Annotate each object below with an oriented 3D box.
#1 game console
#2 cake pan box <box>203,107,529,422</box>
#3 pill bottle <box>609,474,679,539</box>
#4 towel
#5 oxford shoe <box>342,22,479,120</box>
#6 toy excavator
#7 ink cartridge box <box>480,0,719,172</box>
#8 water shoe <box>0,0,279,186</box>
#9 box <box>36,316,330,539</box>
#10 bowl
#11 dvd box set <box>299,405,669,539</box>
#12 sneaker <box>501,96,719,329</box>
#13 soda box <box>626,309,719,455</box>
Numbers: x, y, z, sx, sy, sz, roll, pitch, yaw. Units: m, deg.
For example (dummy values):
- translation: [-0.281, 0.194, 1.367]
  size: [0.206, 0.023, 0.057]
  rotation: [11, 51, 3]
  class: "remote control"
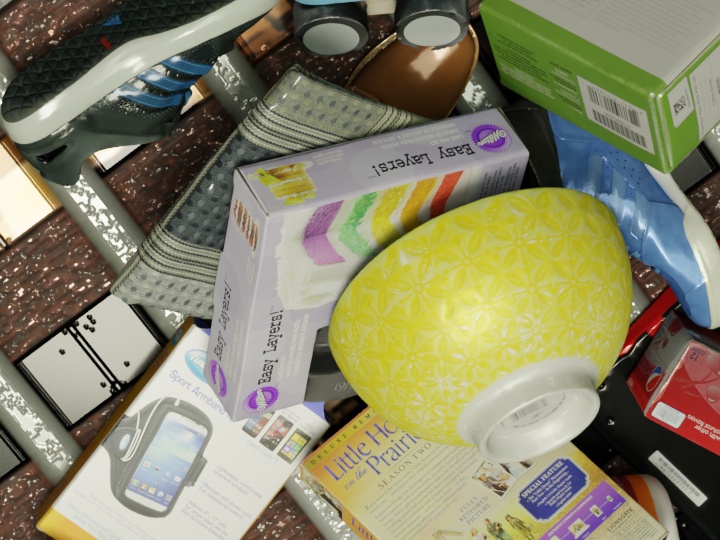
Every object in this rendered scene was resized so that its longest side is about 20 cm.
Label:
- translation: [0.272, 0.092, 1.339]
  size: [0.200, 0.031, 0.177]
  rotation: [43, 99, -13]
  class: "game console"
- translation: [0.000, 0.000, 1.196]
  size: [0.184, 0.052, 0.200]
  rotation: [-12, 140, -24]
  class: "cake pan box"
- translation: [0.111, 0.201, 1.299]
  size: [0.200, 0.110, 0.110]
  rotation: [-5, 103, -5]
  class: "pill bottle"
- translation: [-0.033, -0.037, 1.199]
  size: [0.200, 0.035, 0.193]
  rotation: [16, 121, -47]
  class: "towel"
- translation: [0.006, -0.088, 1.243]
  size: [0.071, 0.071, 0.200]
  rotation: [43, 93, -12]
  class: "oxford shoe"
- translation: [0.033, -0.224, 1.126]
  size: [0.194, 0.200, 0.100]
  rotation: [-5, 64, 8]
  class: "toy excavator"
- translation: [0.199, -0.178, 1.200]
  size: [0.200, 0.148, 0.076]
  rotation: [-43, 143, -17]
  class: "ink cartridge box"
- translation: [-0.134, -0.130, 1.229]
  size: [0.200, 0.072, 0.079]
  rotation: [-29, 132, -1]
  class: "water shoe"
- translation: [-0.113, 0.125, 1.294]
  size: [0.119, 0.041, 0.200]
  rotation: [38, 94, -13]
  class: "box"
- translation: [0.089, 0.053, 1.170]
  size: [0.200, 0.108, 0.200]
  rotation: [-17, 149, -11]
  class: "bowl"
- translation: [0.079, 0.154, 1.244]
  size: [0.146, 0.029, 0.200]
  rotation: [-39, 67, -23]
  class: "dvd box set"
- translation: [0.159, -0.034, 1.262]
  size: [0.111, 0.077, 0.200]
  rotation: [-29, 95, -5]
  class: "sneaker"
- translation: [0.284, 0.106, 1.291]
  size: [0.200, 0.070, 0.063]
  rotation: [28, 103, -10]
  class: "soda box"
